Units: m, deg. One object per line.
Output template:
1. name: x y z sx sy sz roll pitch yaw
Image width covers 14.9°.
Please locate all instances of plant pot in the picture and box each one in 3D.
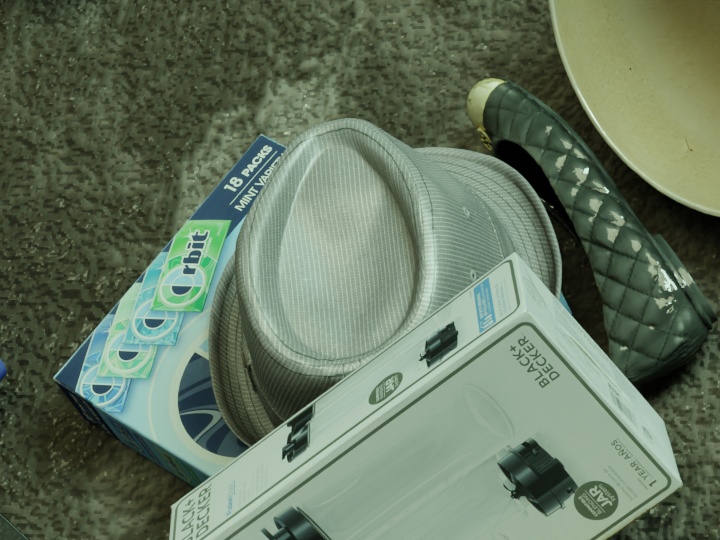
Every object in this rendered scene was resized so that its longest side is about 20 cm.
1. plant pot: 0.207 -0.138 1.308 0.134 0.200 0.200 -21 40 -40

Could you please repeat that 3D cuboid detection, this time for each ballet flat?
1. ballet flat: 0.100 -0.026 1.332 0.057 0.066 0.200 -36 51 0

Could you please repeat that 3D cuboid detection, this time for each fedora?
1. fedora: 0.000 0.000 1.282 0.177 0.090 0.200 -9 54 16

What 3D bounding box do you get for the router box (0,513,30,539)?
1. router box: -0.187 0.199 1.303 0.149 0.051 0.200 -46 53 -10

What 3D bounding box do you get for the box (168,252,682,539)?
1. box: 0.025 0.099 1.208 0.200 0.117 0.060 -38 21 14

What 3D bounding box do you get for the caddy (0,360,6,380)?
1. caddy: -0.278 0.030 1.402 0.200 0.141 0.105 30 69 36

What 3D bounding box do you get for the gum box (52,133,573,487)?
1. gum box: -0.024 0.040 1.351 0.200 0.045 0.170 28 71 35
